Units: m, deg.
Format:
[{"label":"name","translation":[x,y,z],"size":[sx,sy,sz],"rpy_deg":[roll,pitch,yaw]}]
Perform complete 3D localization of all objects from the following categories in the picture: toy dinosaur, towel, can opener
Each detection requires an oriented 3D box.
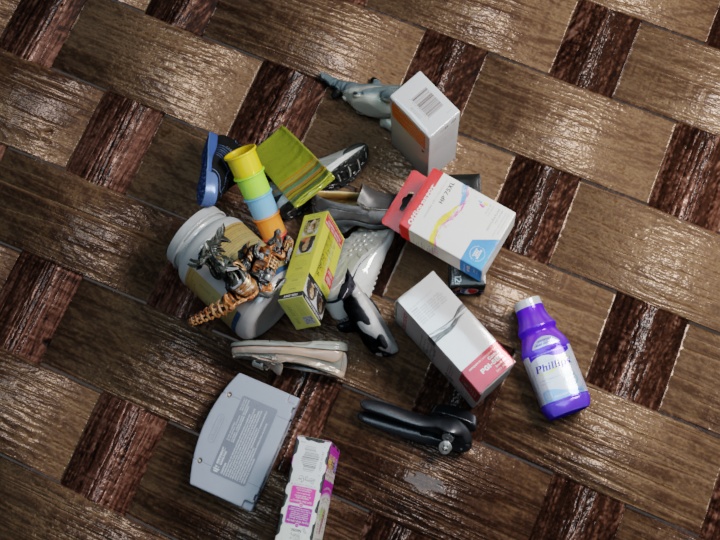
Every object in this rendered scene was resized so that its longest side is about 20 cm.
[{"label":"toy dinosaur","translation":[-0.192,0.003,1.578],"size":[0.136,0.102,0.200],"rpy_deg":[44,50,-4]},{"label":"towel","translation":[-0.123,-0.185,1.760],"size":[0.086,0.018,0.200],"rpy_deg":[-38,45,-5]},{"label":"can opener","translation":[0.091,0.256,1.667],"size":[0.198,0.079,0.064],"rpy_deg":[9,114,9]}]

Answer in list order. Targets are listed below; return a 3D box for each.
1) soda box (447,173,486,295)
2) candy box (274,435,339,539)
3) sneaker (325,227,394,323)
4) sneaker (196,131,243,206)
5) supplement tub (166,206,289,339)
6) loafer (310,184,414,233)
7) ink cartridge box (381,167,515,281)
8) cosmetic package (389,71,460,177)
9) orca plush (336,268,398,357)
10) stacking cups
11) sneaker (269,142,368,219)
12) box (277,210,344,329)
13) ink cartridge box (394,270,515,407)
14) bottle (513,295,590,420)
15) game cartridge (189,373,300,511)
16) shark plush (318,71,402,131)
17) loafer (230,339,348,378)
[{"label":"soda box","translation":[0.178,-0.061,1.735],"size":[0.063,0.071,0.202],"rpy_deg":[-2,75,2]},{"label":"candy box","translation":[-0.086,0.371,1.597],"size":[0.060,0.136,0.202],"rpy_deg":[9,75,7]},{"label":"sneaker","translation":[0.000,0.000,1.733],"size":[0.076,0.081,0.200],"rpy_deg":[7,51,45]},{"label":"sneaker","translation":[-0.236,-0.172,1.745],"size":[0.077,0.070,0.201],"rpy_deg":[15,37,-15]},{"label":"supplement tub","translation":[-0.214,0.002,1.700],"size":[0.200,0.145,0.145],"rpy_deg":[42,80,12]},{"label":"loafer","translation":[0.010,-0.113,1.742],"size":[0.198,0.073,0.073],"rpy_deg":[-9,118,2]},{"label":"ink cartridge box","translation":[0.142,-0.086,1.672],"size":[0.199,0.067,0.117],"rpy_deg":[30,80,13]},{"label":"cosmetic package","translation":[0.108,-0.242,1.721],"size":[0.071,0.200,0.102],"rpy_deg":[-41,76,-8]},{"label":"orca plush","translation":[-0.006,0.087,1.652],"size":[0.071,0.200,0.106],"rpy_deg":[-27,58,7]},{"label":"stacking cups","translation":[-0.166,-0.112,1.723],"size":[0.060,0.061,0.201],"rpy_deg":[-24,109,-4]},{"label":"sneaker","translation":[-0.074,-0.174,1.781],"size":[0.199,0.074,0.080],"rpy_deg":[-31,63,-8]},{"label":"box","translation":[-0.079,-0.003,1.664],"size":[0.050,0.076,0.201],"rpy_deg":[-11,40,24]},{"label":"ink cartridge box","translation":[0.151,0.114,1.649],"size":[0.083,0.147,0.200],"rpy_deg":[-40,77,-9]},{"label":"bottle","translation":[0.310,0.143,1.675],"size":[0.083,0.065,0.202],"rpy_deg":[-18,74,-1]},{"label":"game cartridge","translation":[-0.198,0.281,1.680],"size":[0.132,0.041,0.201],"rpy_deg":[23,77,5]},{"label":"shark plush","translation":[0.019,-0.317,1.838],"size":[0.198,0.091,0.084],"rpy_deg":[12,54,27]},{"label":"loafer","translation":[-0.120,0.150,1.697],"size":[0.198,0.072,0.064],"rpy_deg":[0,82,0]}]
